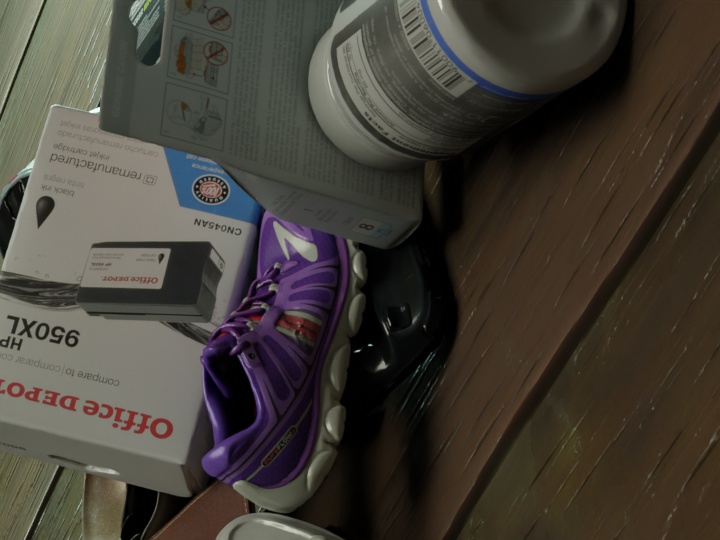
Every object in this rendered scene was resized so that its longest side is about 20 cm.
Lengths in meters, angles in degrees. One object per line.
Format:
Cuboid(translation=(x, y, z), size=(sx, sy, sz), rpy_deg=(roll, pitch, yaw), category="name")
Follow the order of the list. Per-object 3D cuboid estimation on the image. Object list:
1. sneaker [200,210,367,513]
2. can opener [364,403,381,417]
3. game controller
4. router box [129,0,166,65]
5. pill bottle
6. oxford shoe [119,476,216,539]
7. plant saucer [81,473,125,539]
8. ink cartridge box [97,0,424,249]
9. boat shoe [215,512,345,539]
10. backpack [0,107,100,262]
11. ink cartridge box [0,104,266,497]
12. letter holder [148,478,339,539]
Cuboid(translation=(-0.050, 0.037, 1.486), size=(0.081, 0.083, 0.201), rpy_deg=(-37, 38, 44), category="sneaker")
Cuboid(translation=(-0.038, 0.096, 1.639), size=(0.067, 0.053, 0.200), rpy_deg=(63, 157, 0), category="can opener")
Cuboid(translation=(0.000, 0.000, 1.559), size=(0.104, 0.042, 0.200), rpy_deg=(-52, 31, 28), category="game controller")
Cuboid(translation=(-0.048, -0.171, 1.632), size=(0.200, 0.149, 0.062), rpy_deg=(132, 143, -56), category="router box")
Cuboid(translation=(0.050, -0.124, 1.400), size=(0.200, 0.113, 0.114), rpy_deg=(150, 127, -64), category="pill bottle")
Cuboid(translation=(-0.114, 0.177, 1.661), size=(0.073, 0.084, 0.201), rpy_deg=(-4, 106, 60), category="oxford shoe")
Cuboid(translation=(-0.163, 0.142, 1.951), size=(0.200, 0.037, 0.201), rpy_deg=(-169, 90, -70), category="plant saucer")
Cuboid(translation=(-0.056, -0.113, 1.496), size=(0.047, 0.199, 0.161), rpy_deg=(138, 142, -55), category="ink cartridge box")
Cuboid(translation=(-0.017, 0.175, 1.397), size=(0.200, 0.072, 0.066), rpy_deg=(37, 159, 45), category="boat shoe")
Cuboid(translation=(-0.138, -0.012, 1.724), size=(0.151, 0.200, 0.178), rpy_deg=(-52, 3, -33), category="backpack")
Cuboid(translation=(-0.140, 0.019, 1.568), size=(0.084, 0.144, 0.201), rpy_deg=(79, -155, -72), category="ink cartridge box")
Cuboid(translation=(-0.054, 0.230, 1.529), size=(0.142, 0.100, 0.201), rpy_deg=(-46, 38, 47), category="letter holder")
